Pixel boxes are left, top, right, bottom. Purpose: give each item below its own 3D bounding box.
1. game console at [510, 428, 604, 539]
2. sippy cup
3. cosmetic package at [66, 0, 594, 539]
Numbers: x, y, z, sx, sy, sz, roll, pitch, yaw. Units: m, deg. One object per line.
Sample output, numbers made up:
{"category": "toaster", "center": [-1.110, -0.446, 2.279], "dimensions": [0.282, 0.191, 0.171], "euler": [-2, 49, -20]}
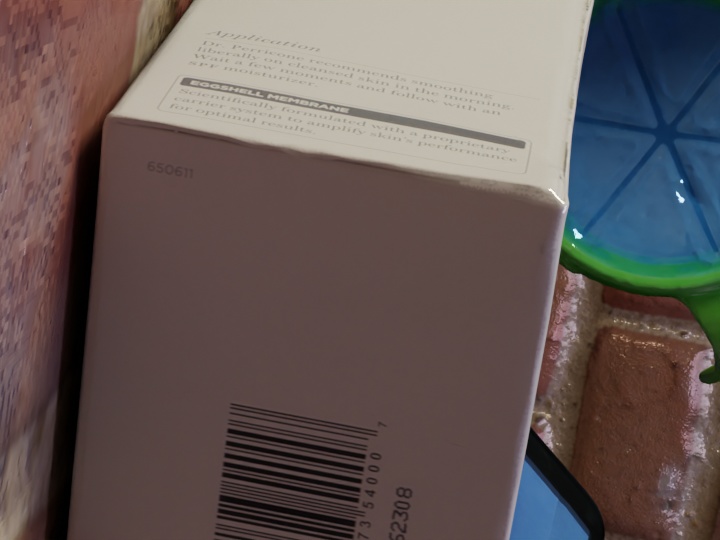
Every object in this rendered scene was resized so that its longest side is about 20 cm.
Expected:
{"category": "game console", "center": [0.083, 0.094, 1.039], "dimensions": [0.200, 0.118, 0.171], "euler": [-69, -179, -58]}
{"category": "sippy cup", "center": [0.129, -0.048, 0.953], "dimensions": [0.130, 0.139, 0.179], "euler": [67, 38, -81]}
{"category": "cosmetic package", "center": [-0.007, 0.023, 0.660], "dimensions": [0.200, 0.122, 0.200], "euler": [-68, 168, -66]}
